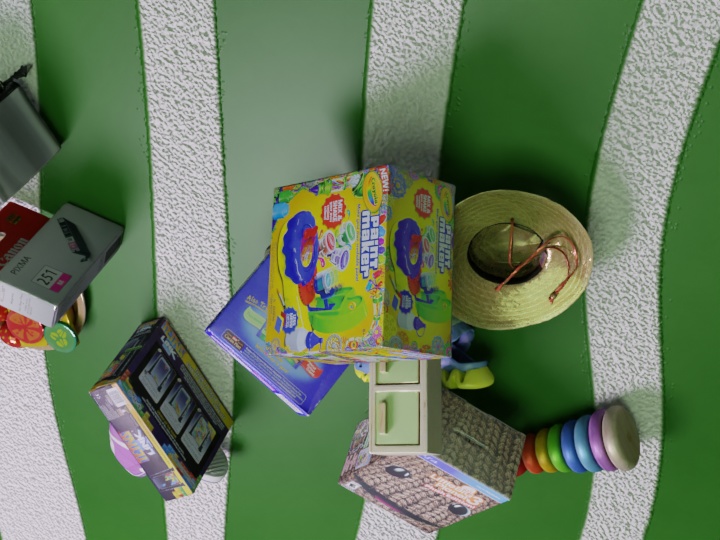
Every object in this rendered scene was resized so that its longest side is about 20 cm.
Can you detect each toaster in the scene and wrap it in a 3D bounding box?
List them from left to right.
[{"bbox_3d":[-0.506,-0.147,1.525,0.199,0.181,0.119,-22,114,29],"label":"toaster"}]

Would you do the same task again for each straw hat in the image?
[{"bbox_3d":[0.177,-0.028,1.418,0.199,0.085,0.203,2,120,3],"label":"straw hat"}]

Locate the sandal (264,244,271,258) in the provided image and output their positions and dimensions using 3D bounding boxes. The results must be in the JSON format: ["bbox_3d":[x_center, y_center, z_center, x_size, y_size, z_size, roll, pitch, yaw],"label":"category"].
[{"bbox_3d":[-0.066,0.051,1.563,0.079,0.057,0.202,-16,109,25],"label":"sandal"}]

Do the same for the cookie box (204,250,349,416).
[{"bbox_3d":[-0.071,0.054,1.490,0.171,0.200,0.075,42,168,-8],"label":"cookie box"}]

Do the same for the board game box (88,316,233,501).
[{"bbox_3d":[-0.276,0.194,1.656,0.056,0.166,0.201,-20,112,26],"label":"board game box"}]

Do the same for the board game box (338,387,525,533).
[{"bbox_3d":[0.093,0.252,1.559,0.159,0.097,0.200,31,144,-14],"label":"board game box"}]

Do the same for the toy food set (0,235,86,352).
[{"bbox_3d":[-0.489,0.035,1.704,0.196,0.049,0.202,-3,118,20],"label":"toy food set"}]

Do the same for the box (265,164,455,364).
[{"bbox_3d":[0.000,0.000,1.354,0.192,0.121,0.202,-8,76,43],"label":"box"}]

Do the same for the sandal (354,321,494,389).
[{"bbox_3d":[0.083,0.113,1.553,0.198,0.079,0.088,-3,88,26],"label":"sandal"}]

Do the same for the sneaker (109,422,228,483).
[{"bbox_3d":[-0.293,0.282,1.779,0.199,0.073,0.115,29,129,13],"label":"sneaker"}]

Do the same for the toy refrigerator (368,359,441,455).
[{"bbox_3d":[0.054,0.121,1.419,0.075,0.070,0.202,-3,79,19],"label":"toy refrigerator"}]

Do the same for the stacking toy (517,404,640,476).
[{"bbox_3d":[0.266,0.239,1.560,0.199,0.086,0.086,-18,113,33],"label":"stacking toy"}]

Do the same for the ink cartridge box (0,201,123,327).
[{"bbox_3d":[-0.435,-0.027,1.556,0.172,0.200,0.044,24,127,2],"label":"ink cartridge box"}]
